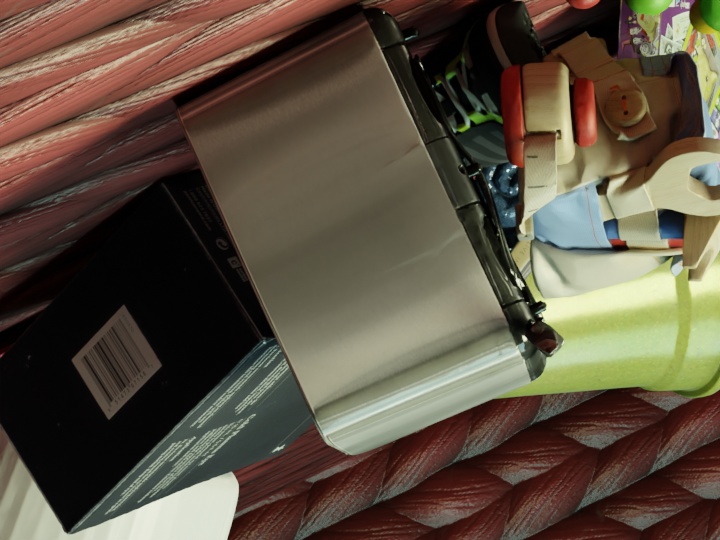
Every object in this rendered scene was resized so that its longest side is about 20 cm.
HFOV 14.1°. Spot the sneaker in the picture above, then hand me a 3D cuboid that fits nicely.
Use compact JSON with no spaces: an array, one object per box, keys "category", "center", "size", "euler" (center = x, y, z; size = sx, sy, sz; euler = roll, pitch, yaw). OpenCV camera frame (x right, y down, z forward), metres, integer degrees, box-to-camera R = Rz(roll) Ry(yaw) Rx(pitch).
[{"category":"sneaker","center":[0.060,-0.081,1.521],"size":[0.083,0.072,0.200],"euler":[-24,172,-4]}]

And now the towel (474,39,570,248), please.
[{"category":"towel","center":[0.105,-0.070,1.735],"size":[0.112,0.048,0.200],"euler":[-53,176,-2]}]

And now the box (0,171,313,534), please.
[{"category":"box","center":[-0.075,0.031,1.590],"size":[0.182,0.104,0.200],"euler":[-16,158,-50]}]

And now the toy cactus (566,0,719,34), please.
[{"category":"toy cactus","center":[0.186,-0.167,1.360],"size":[0.165,0.102,0.200],"euler":[-42,158,28]}]

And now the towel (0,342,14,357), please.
[{"category":"towel","center":[-0.149,0.033,1.760],"size":[0.144,0.023,0.200],"euler":[-30,174,3]}]

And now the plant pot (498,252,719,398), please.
[{"category":"plant pot","center":[0.145,0.011,2.088],"size":[0.184,0.201,0.200],"euler":[-11,167,-21]}]

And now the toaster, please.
[{"category":"toaster","center":[0.008,-0.014,1.373],"size":[0.118,0.181,0.200],"euler":[-26,173,2]}]

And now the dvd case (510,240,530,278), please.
[{"category":"dvd case","center":[0.127,-0.046,1.731],"size":[0.200,0.016,0.149],"euler":[-54,175,16]}]

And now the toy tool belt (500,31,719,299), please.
[{"category":"toy tool belt","center":[0.135,-0.056,1.372],"size":[0.122,0.125,0.200],"euler":[-5,164,7]}]

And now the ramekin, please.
[{"category":"ramekin","center":[-0.171,0.143,1.787],"size":[0.200,0.200,0.098],"euler":[11,100,-78]}]

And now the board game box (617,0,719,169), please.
[{"category":"board game box","center":[0.187,-0.106,1.636],"size":[0.032,0.120,0.200],"euler":[1,-176,24]}]
